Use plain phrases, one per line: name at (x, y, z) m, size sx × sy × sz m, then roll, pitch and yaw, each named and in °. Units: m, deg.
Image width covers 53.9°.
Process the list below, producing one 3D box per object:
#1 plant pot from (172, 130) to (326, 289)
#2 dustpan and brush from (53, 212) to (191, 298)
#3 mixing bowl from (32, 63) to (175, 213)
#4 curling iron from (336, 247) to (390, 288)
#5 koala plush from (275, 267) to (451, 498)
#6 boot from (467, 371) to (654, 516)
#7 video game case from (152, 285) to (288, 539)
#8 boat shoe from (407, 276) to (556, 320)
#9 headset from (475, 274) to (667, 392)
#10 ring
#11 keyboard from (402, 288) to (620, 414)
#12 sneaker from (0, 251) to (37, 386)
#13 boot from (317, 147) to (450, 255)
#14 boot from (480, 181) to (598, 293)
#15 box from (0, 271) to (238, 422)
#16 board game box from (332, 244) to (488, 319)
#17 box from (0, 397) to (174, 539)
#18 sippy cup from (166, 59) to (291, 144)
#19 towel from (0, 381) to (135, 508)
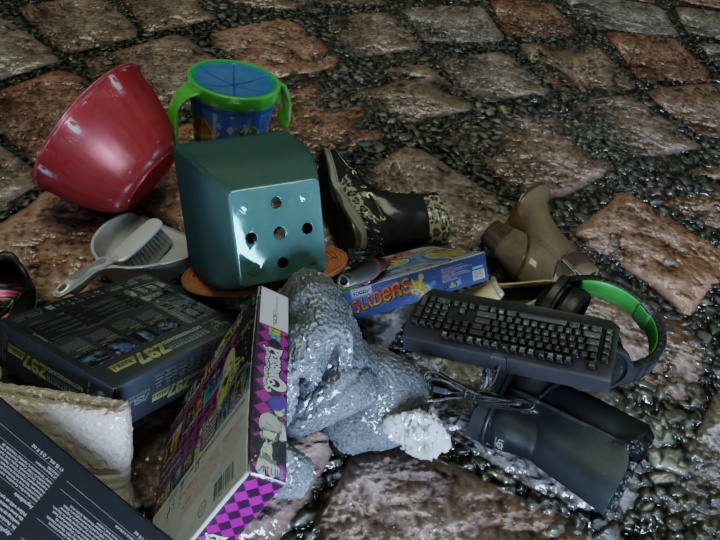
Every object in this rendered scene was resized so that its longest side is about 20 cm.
plant pot at (-0.108, -0.061, 0.746) m, size 0.137 × 0.146 × 0.200 m, roll -11°, pitch 17°, yaw -19°
dustpan and brush at (-0.281, -0.014, 0.837) m, size 0.136 × 0.058 × 0.201 m, roll 20°, pitch 45°, yaw 19°
mixing bowl at (-0.311, -0.150, 0.914) m, size 0.108 × 0.200 × 0.201 m, roll 39°, pitch 44°, yaw -5°
curling iron at (0.000, 0.000, 0.731) m, size 0.048 × 0.026 × 0.200 m, roll 1°, pitch 9°, yaw 7°
koala plush at (-0.011, 0.113, 0.678) m, size 0.196 × 0.187 × 0.178 m, roll 22°, pitch 12°, yaw -25°
boot at (0.223, 0.138, 0.742) m, size 0.165 × 0.078 × 0.201 m, roll 24°, pitch 50°, yaw 22°
video game case at (-0.119, 0.145, 0.592) m, size 0.035 × 0.201 × 0.184 m, roll 22°, pitch 35°, yaw -23°
boat shoe at (0.148, 0.040, 0.840) m, size 0.194 × 0.078 × 0.072 m, roll -9°, pitch 44°, yaw -18°
headset at (0.211, 0.073, 0.715) m, size 0.194 × 0.096 × 0.125 m, roll -9°, pitch 46°, yaw -21°
ring at (-0.110, 0.002, 0.827) m, size 0.194 × 0.020 × 0.201 m, roll -5°, pitch 15°, yaw 1°
keyboard at (0.130, 0.076, 0.652) m, size 0.195 × 0.021 × 0.129 m, roll 9°, pitch 51°, yaw 23°
sneaker at (-0.371, 0.059, 0.727) m, size 0.075 × 0.085 × 0.202 m, roll -11°, pitch 45°, yaw -20°
boot at (0.026, -0.097, 0.982) m, size 0.149 × 0.075 × 0.206 m, roll -3°, pitch 42°, yaw -19°
boot at (0.257, -0.035, 0.958) m, size 0.145 × 0.071 × 0.199 m, roll 36°, pitch 49°, yaw 20°
box at (-0.228, 0.071, 0.708) m, size 0.154 × 0.052 × 0.199 m, roll 21°, pitch 23°, yaw 22°
board game box at (0.033, 0.012, 0.833) m, size 0.195 × 0.036 × 0.135 m, roll -15°, pitch 11°, yaw -24°
box at (-0.258, 0.199, 0.508) m, size 0.200 × 0.078 × 0.142 m, roll 44°, pitch 51°, yaw -11°
sippy cup at (-0.186, -0.215, 1.021) m, size 0.172 × 0.133 × 0.141 m, roll 6°, pitch 36°, yaw -9°
towel at (-0.287, 0.156, 0.595) m, size 0.193 × 0.136 × 0.035 m, roll 8°, pitch 25°, yaw 0°
